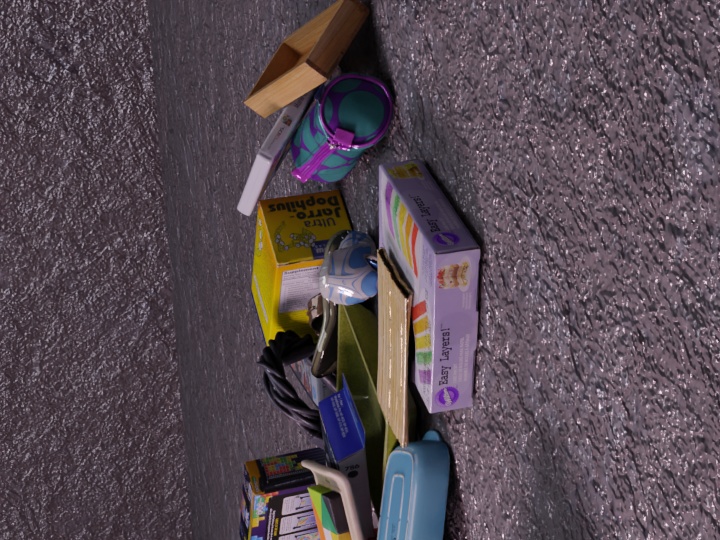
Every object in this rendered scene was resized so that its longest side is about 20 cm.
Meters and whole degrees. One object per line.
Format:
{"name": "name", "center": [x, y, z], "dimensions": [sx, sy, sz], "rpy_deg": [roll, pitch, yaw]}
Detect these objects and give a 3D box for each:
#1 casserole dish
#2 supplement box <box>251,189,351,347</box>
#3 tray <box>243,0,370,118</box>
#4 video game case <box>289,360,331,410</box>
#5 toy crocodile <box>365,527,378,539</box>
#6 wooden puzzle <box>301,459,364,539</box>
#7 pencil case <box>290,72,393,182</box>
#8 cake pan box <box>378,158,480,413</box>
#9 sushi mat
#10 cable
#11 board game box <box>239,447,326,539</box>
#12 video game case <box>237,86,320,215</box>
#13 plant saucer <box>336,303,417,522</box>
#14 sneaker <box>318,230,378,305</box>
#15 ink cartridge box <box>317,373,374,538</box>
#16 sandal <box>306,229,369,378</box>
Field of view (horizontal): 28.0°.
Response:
{"name": "casserole dish", "center": [0.052, 0.271, 1.561], "dimensions": [0.121, 0.039, 0.200], "rpy_deg": [163, 114, -71]}
{"name": "supplement box", "center": [-0.075, 0.004, 1.876], "dimensions": [0.200, 0.109, 0.110], "rpy_deg": [101, 156, -52]}
{"name": "tray", "center": [-0.063, -0.242, 1.652], "dimensions": [0.099, 0.037, 0.200], "rpy_deg": [-60, 18, -18]}
{"name": "video game case", "center": [-0.081, 0.088, 2.122], "dimensions": [0.200, 0.025, 0.181], "rpy_deg": [-134, 38, -67]}
{"name": "toy crocodile", "center": [0.029, 0.348, 1.755], "dimensions": [0.200, 0.067, 0.062], "rpy_deg": [-161, 63, -72]}
{"name": "wooden puzzle", "center": [-0.022, 0.320, 1.677], "dimensions": [0.185, 0.037, 0.200], "rpy_deg": [163, 88, -77]}
{"name": "pencil case", "center": [-0.026, -0.157, 1.621], "dimensions": [0.085, 0.092, 0.200], "rpy_deg": [36, 166, -4]}
{"name": "cake pan box", "center": [0.066, 0.016, 1.446], "dimensions": [0.184, 0.052, 0.200], "rpy_deg": [-114, 20, -53]}
{"name": "sushi mat", "center": [0.034, 0.081, 1.487], "dimensions": [0.096, 0.012, 0.200], "rpy_deg": [-119, 23, -50]}
{"name": "cable", "center": [-0.059, 0.146, 1.839], "dimensions": [0.200, 0.051, 0.163], "rpy_deg": [35, -145, -44]}
{"name": "board game box", "center": [-0.075, 0.312, 1.942], "dimensions": [0.200, 0.165, 0.057], "rpy_deg": [101, 154, -52]}
{"name": "video game case", "center": [-0.089, -0.174, 1.776], "dimensions": [0.182, 0.024, 0.200], "rpy_deg": [-60, 2, -20]}
{"name": "plant saucer", "center": [0.021, 0.159, 1.700], "dimensions": [0.200, 0.048, 0.200], "rpy_deg": [93, 162, -46]}
{"name": "sneaker", "center": [0.000, 0.000, 1.626], "dimensions": [0.200, 0.072, 0.072], "rpy_deg": [-56, -20, -77]}
{"name": "ink cartridge box", "center": [-0.018, 0.225, 1.717], "dimensions": [0.100, 0.039, 0.200], "rpy_deg": [-112, 13, -46]}
{"name": "sandal", "center": [-0.031, 0.038, 1.771], "dimensions": [0.057, 0.080, 0.201], "rpy_deg": [26, 120, 37]}
